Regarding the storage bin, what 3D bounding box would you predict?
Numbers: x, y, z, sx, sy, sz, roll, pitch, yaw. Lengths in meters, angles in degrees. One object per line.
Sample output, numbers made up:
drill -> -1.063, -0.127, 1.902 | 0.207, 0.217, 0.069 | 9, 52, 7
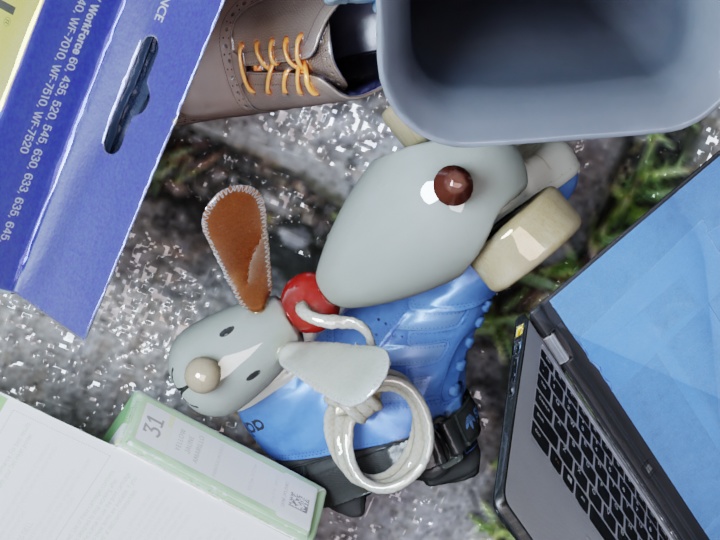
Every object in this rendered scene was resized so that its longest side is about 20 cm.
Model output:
storage bin -> 0.046, -0.158, 0.607 | 0.144, 0.134, 0.202 | -5, 111, -7

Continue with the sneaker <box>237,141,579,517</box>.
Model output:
sneaker -> 0.039, 0.034, 0.834 | 0.199, 0.077, 0.112 | -37, 97, 9

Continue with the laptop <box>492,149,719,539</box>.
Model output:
laptop -> 0.156, 0.082, 0.737 | 0.115, 0.200, 0.188 | -27, 112, 23

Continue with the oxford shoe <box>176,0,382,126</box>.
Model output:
oxford shoe -> -0.033, -0.103, 0.793 | 0.198, 0.073, 0.072 | -18, 114, 11

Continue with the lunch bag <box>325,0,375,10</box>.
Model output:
lunch bag -> 0.040, -0.217, 0.730 | 0.168, 0.127, 0.202 | -16, 96, -2

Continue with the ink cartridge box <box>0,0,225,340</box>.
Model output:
ink cartridge box -> -0.156, -0.103, 0.750 | 0.199, 0.047, 0.199 | 30, 101, 34

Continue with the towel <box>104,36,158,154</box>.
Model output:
towel -> -0.132, -0.095, 0.788 | 0.111, 0.048, 0.201 | 29, 103, 29

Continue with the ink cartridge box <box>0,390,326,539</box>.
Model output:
ink cartridge box -> -0.136, 0.114, 0.829 | 0.199, 0.048, 0.146 | 29, 124, -10

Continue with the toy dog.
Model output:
toy dog -> 0.000, 0.000, 0.749 | 0.131, 0.096, 0.201 | 34, 103, 8
